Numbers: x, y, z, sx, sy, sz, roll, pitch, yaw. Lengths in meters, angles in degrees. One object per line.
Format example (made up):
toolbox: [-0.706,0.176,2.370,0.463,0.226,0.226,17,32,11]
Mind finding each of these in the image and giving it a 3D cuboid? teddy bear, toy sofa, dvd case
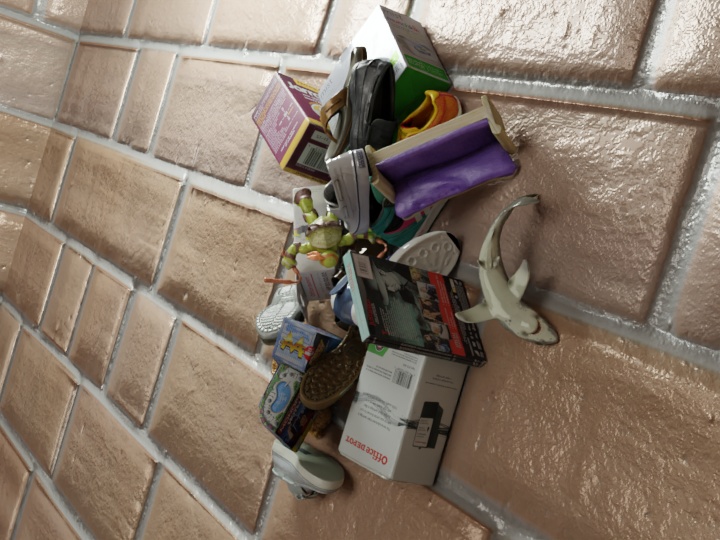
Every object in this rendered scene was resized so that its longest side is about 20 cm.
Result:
teddy bear: [-0.111,0.192,1.873,0.145,0.067,0.200,-49,40,38]
toy sofa: [0.115,-0.156,1.579,0.200,0.083,0.098,-21,66,16]
dvd case: [0.075,0.053,1.529,0.022,0.200,0.146,-46,43,36]

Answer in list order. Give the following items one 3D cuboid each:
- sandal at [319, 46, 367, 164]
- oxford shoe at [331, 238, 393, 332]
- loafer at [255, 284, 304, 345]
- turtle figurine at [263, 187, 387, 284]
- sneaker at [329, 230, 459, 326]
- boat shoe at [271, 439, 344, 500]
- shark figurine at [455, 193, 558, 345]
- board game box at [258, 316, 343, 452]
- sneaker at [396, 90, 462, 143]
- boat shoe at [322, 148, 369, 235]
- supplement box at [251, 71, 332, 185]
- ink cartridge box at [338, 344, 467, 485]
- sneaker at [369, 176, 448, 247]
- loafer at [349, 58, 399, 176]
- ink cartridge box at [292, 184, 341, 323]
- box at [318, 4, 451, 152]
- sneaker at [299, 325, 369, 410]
sandal: [-0.034,-0.262,1.761,0.082,0.055,0.200,-177,100,-77]
oxford shoe: [0.000,0.000,1.771,0.073,0.084,0.200,-13,65,56]
loafer: [-0.120,0.084,1.869,0.200,0.075,0.070,-60,-41,-67]
turtle figurine: [-0.066,-0.059,1.754,0.200,0.064,0.161,-16,53,6]
sneaker: [0.040,0.004,1.669,0.200,0.081,0.146,-42,22,-10]
boat shoe: [-0.086,0.329,1.790,0.201,0.070,0.072,19,105,61]
shark figurine: [0.193,0.002,1.493,0.128,0.089,0.215,-9,75,19]
board game box: [-0.095,0.157,1.701,0.062,0.200,0.200,23,74,18]
sneaker: [0.078,-0.197,1.740,0.200,0.077,0.073,-61,37,23]
boat shoe: [-0.024,-0.113,1.638,0.200,0.065,0.074,89,169,-60]
supplement box: [-0.091,-0.245,1.965,0.103,0.131,0.200,-58,37,21]
ink cartridge box: [0.061,0.190,1.600,0.147,0.083,0.200,18,91,57]
sneaker: [0.067,-0.131,1.687,0.200,0.121,0.084,-62,35,19]
loafer: [0.024,-0.222,1.712,0.070,0.068,0.201,10,106,41]
ink cartridge box: [-0.069,-0.026,1.849,0.115,0.068,0.200,74,-168,-64]
box: [0.032,-0.297,1.831,0.200,0.097,0.177,-53,38,31]
sneaker: [-0.023,0.151,1.689,0.200,0.067,0.090,-52,-20,-34]
